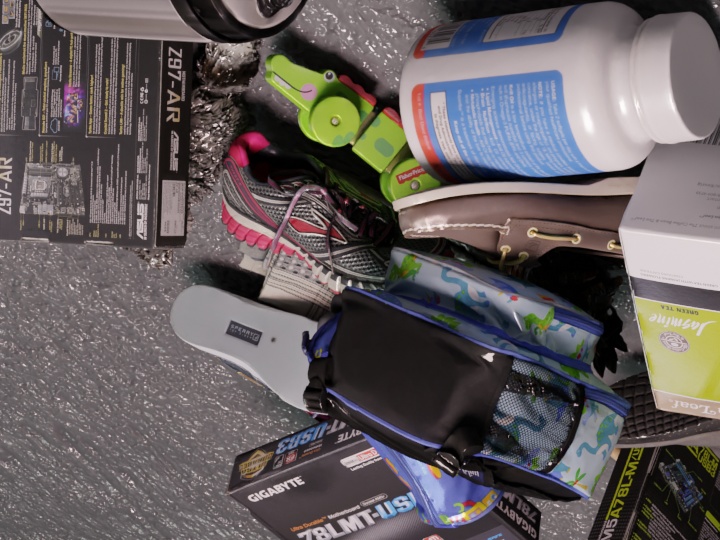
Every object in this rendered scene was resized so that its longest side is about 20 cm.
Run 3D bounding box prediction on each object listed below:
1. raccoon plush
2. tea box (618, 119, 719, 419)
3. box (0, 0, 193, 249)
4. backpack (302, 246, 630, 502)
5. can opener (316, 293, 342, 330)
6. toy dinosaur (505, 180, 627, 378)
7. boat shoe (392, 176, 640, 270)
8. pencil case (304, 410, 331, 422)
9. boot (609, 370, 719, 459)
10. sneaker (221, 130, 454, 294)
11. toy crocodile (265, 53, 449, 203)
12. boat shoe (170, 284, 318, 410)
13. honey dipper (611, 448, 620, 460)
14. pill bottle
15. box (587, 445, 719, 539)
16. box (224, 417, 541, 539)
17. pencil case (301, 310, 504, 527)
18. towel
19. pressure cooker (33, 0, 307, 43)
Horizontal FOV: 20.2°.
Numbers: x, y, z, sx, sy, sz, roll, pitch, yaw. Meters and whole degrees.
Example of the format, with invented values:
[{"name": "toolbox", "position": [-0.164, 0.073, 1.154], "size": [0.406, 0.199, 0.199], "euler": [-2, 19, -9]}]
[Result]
[{"name": "raccoon plush", "position": [-0.148, -0.098, 1.533], "size": [0.096, 0.134, 0.201], "euler": [21, 145, 9]}, {"name": "tea box", "position": [0.300, 0.003, 1.378], "size": [0.199, 0.134, 0.198], "euler": [8, 140, 24]}, {"name": "box", "position": [-0.203, -0.119, 1.508], "size": [0.159, 0.202, 0.043], "euler": [3, -178, 29]}, {"name": "backpack", "position": [0.092, 0.077, 1.426], "size": [0.182, 0.148, 0.199], "euler": [20, 175, 46]}, {"name": "can opener", "position": [0.059, 0.047, 1.601], "size": [0.199, 0.053, 0.067], "euler": [14, 137, 22]}, {"name": "toy dinosaur", "position": [0.151, 0.006, 1.514], "size": [0.135, 0.103, 0.200], "euler": [29, 179, 32]}, {"name": "boat shoe", "position": [0.117, -0.031, 1.387], "size": [0.198, 0.060, 0.072], "euler": [-3, 179, -24]}, {"name": "pencil case", "position": [0.025, 0.148, 1.780], "size": [0.093, 0.091, 0.200], "euler": [-8, 135, 38]}, {"name": "boot", "position": [0.287, 0.139, 1.590], "size": [0.198, 0.070, 0.132], "euler": [-8, 134, 22]}, {"name": "sneaker", "position": [-0.023, -0.038, 1.514], "size": [0.199, 0.081, 0.075], "euler": [21, 135, 21]}, {"name": "toy crocodile", "position": [0.012, -0.099, 1.498], "size": [0.200, 0.062, 0.068], "euler": [38, 179, -7]}, {"name": "boat shoe", "position": [-0.063, 0.070, 1.721], "size": [0.199, 0.071, 0.091], "euler": [26, 178, 29]}, {"name": "honey dipper", "position": [0.167, 0.113, 1.690], "size": [0.200, 0.038, 0.038], "euler": [42, 142, -25]}, {"name": "pill bottle", "position": [0.135, -0.119, 1.347], "size": [0.199, 0.113, 0.113], "euler": [-2, 136, 36]}, {"name": "box", "position": [0.267, 0.243, 1.654], "size": [0.047, 0.194, 0.200], "euler": [-15, 129, 42]}, {"name": "box", "position": [0.021, 0.202, 1.742], "size": [0.199, 0.050, 0.198], "euler": [-24, 128, 34]}, {"name": "pencil case", "position": [0.036, 0.114, 1.574], "size": [0.078, 0.087, 0.201], "euler": [-7, 125, 47]}, {"name": "towel", "position": [0.000, 0.000, 1.643], "size": [0.199, 0.035, 0.193], "euler": [28, 148, -1]}, {"name": "pressure cooker", "position": [-0.110, -0.234, 1.303], "size": [0.199, 0.177, 0.179], "euler": [8, 145, 30]}]
